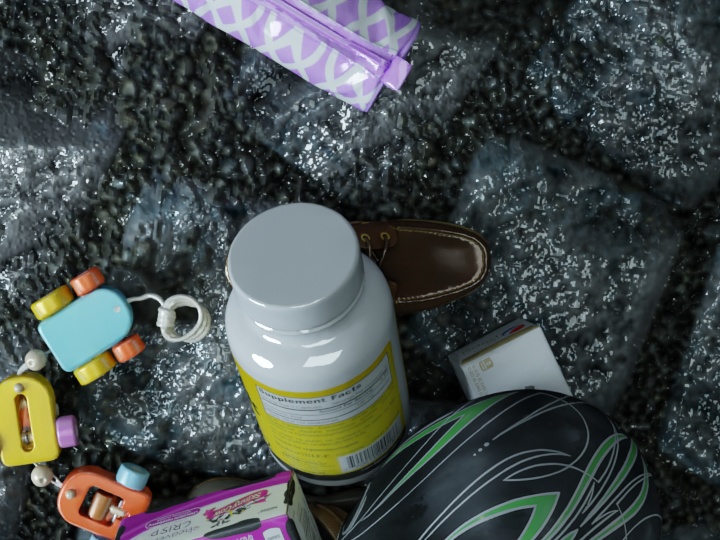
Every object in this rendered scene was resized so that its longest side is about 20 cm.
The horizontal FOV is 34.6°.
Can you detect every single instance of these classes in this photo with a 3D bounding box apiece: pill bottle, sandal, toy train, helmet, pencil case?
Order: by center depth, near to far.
[{"bbox_3d":[0.097,0.173,0.747,0.190,0.200,0.200,-37,96,32],"label":"helmet"},{"bbox_3d":[-0.028,0.050,0.769,0.110,0.201,0.112,-4,52,5],"label":"pill bottle"},{"bbox_3d":[-0.054,-0.191,0.819,0.199,0.086,0.084,28,93,-6],"label":"pencil case"},{"bbox_3d":[-0.190,0.099,0.843,0.149,0.056,0.201,19,93,-10],"label":"toy train"},{"bbox_3d":[-0.035,0.196,0.856,0.198,0.055,0.082,13,92,-5],"label":"sandal"}]

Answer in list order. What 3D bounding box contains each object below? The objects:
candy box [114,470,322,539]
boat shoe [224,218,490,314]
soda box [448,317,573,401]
[{"bbox_3d":[-0.078,0.256,0.818,0.135,0.061,0.201,-17,110,9],"label":"candy box"},{"bbox_3d":[0.000,0.000,0.841,0.198,0.068,0.073,-1,93,-4],"label":"boat shoe"},{"bbox_3d":[0.140,0.140,0.862,0.068,0.064,0.201,-26,94,-2],"label":"soda box"}]
